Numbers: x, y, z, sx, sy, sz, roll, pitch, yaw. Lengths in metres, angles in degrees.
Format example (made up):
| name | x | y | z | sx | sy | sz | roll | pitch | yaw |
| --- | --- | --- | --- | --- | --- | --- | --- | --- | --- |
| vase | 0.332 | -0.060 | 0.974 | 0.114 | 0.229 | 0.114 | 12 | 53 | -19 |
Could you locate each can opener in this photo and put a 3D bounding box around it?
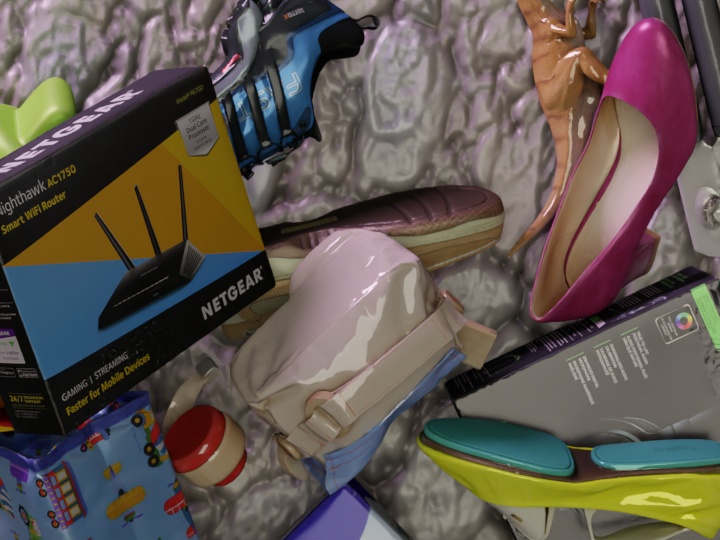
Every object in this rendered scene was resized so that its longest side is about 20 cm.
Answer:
| name | x | y | z | sx | sy | sz | roll | pitch | yaw |
| --- | --- | --- | --- | --- | --- | --- | --- | --- | --- |
| can opener | 0.218 | -0.102 | 1.452 | 0.052 | 0.067 | 0.201 | -13 | 109 | 13 |

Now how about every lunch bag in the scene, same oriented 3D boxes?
| name | x | y | z | sx | sy | sz | roll | pitch | yaw |
| --- | --- | --- | --- | --- | --- | --- | --- | --- | --- |
| lunch bag | -0.196 | 0.157 | 1.421 | 0.094 | 0.199 | 0.151 | -31 | 111 | -36 |

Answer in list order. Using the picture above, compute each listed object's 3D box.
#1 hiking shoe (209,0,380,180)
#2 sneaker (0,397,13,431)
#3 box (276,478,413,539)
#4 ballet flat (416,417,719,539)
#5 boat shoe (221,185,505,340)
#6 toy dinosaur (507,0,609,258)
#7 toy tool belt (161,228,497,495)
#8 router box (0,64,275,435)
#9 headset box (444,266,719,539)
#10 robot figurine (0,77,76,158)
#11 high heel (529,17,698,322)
| name | x | y | z | sx | sy | sz | roll | pitch | yaw |
| --- | --- | --- | --- | --- | --- | --- | --- | --- | --- |
| hiking shoe | -0.070 | -0.091 | 1.452 | 0.086 | 0.074 | 0.201 | 28 | 93 | 2 |
| sneaker | -0.198 | 0.062 | 1.369 | 0.199 | 0.073 | 0.077 | -22 | 55 | -34 |
| box | -0.005 | 0.265 | 1.455 | 0.184 | 0.105 | 0.200 | -45 | 86 | 0 |
| ballet flat | 0.131 | 0.134 | 1.390 | 0.199 | 0.067 | 0.067 | 5 | 108 | -4 |
| boat shoe | 0.000 | 0.000 | 1.474 | 0.199 | 0.072 | 0.077 | -12 | 108 | 8 |
| toy dinosaur | 0.138 | -0.112 | 1.475 | 0.106 | 0.060 | 0.201 | -8 | 84 | 12 |
| toy tool belt | -0.014 | 0.080 | 1.411 | 0.200 | 0.125 | 0.123 | -45 | 123 | 1 |
| router box | -0.146 | -0.015 | 1.340 | 0.051 | 0.200 | 0.150 | -2 | 114 | 40 |
| headset box | 0.180 | 0.113 | 1.466 | 0.199 | 0.093 | 0.175 | -24 | 95 | 0 |
| robot figurine | -0.225 | -0.022 | 1.428 | 0.175 | 0.116 | 0.200 | 33 | 103 | -23 |
| high heel | 0.150 | -0.059 | 1.417 | 0.096 | 0.201 | 0.067 | -27 | 52 | -35 |
